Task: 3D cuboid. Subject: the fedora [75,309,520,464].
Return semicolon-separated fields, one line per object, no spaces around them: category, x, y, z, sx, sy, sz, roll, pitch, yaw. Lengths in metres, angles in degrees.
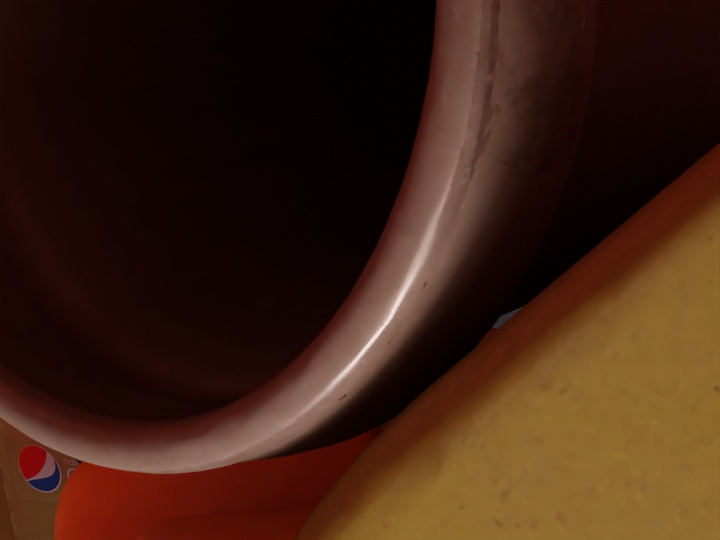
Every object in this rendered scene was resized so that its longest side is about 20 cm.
fedora;0.000;0.000;0.825;0.199;0.092;0.201;-14;155;-7

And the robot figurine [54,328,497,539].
robot figurine;-0.006;0.086;0.746;0.199;0.117;0.144;-22;131;10

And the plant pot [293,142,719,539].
plant pot;0.090;0.086;0.572;0.200;0.196;0.194;-36;175;27

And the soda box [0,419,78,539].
soda box;-0.169;0.128;1.022;0.068;0.064;0.200;12;144;-45

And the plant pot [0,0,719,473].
plant pot;0.007;-0.061;0.602;0.174;0.201;0.200;-3;154;-45
